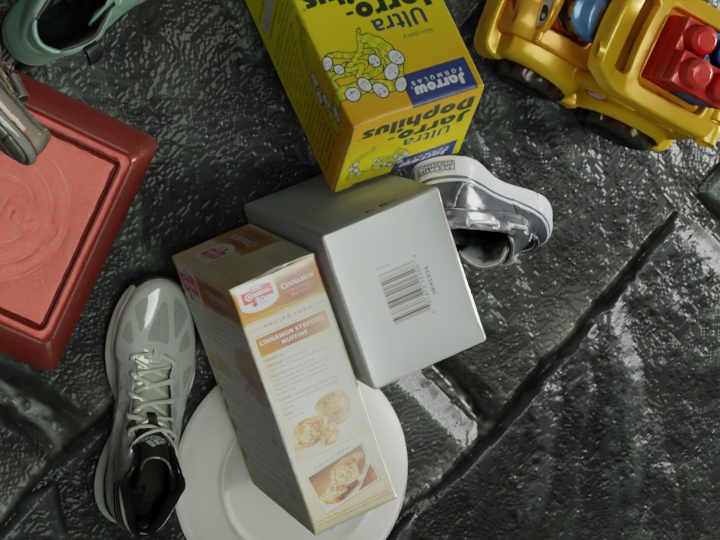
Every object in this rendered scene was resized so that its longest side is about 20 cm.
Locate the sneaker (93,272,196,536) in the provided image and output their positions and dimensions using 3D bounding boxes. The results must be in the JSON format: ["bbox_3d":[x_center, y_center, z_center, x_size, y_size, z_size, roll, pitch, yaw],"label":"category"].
[{"bbox_3d":[-0.152,0.107,1.730,0.075,0.115,0.202,5,96,-20],"label":"sneaker"}]

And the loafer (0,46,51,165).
[{"bbox_3d":[-0.291,-0.161,1.638,0.200,0.072,0.063,41,70,9],"label":"loafer"}]

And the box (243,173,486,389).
[{"bbox_3d":[0.000,0.000,1.724,0.097,0.200,0.125,-23,105,-16],"label":"box"}]

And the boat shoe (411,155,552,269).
[{"bbox_3d":[0.099,-0.033,1.775,0.071,0.200,0.068,-12,73,21],"label":"boat shoe"}]

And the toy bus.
[{"bbox_3d":[0.215,-0.177,1.782,0.199,0.192,0.136,26,90,-19],"label":"toy bus"}]

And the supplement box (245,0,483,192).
[{"bbox_3d":[-0.004,-0.180,1.698,0.108,0.110,0.201,-19,70,-16],"label":"supplement box"}]

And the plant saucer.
[{"bbox_3d":[-0.275,-0.048,1.707,0.199,0.037,0.201,25,89,-21],"label":"plant saucer"}]

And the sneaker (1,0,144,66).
[{"bbox_3d":[-0.172,-0.223,1.675,0.200,0.118,0.074,-45,108,-10],"label":"sneaker"}]

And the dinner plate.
[{"bbox_3d":[-0.052,0.167,1.825,0.199,0.024,0.201,-3,100,-19],"label":"dinner plate"}]

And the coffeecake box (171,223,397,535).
[{"bbox_3d":[-0.059,0.078,1.712,0.073,0.153,0.201,-23,107,-15],"label":"coffeecake box"}]
